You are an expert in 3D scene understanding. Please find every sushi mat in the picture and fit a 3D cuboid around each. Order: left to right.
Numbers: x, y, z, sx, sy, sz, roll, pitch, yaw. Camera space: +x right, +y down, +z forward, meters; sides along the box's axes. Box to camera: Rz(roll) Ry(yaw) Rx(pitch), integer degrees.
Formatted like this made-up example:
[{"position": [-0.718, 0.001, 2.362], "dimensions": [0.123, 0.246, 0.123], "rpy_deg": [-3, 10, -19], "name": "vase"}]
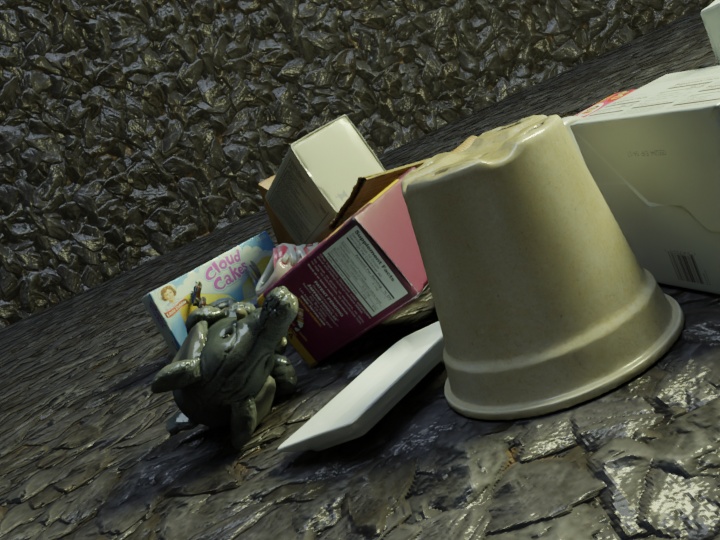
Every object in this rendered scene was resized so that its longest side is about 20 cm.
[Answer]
[{"position": [0.047, -0.101, 1.047], "dimensions": [0.200, 0.012, 0.096], "rpy_deg": [-22, -24, -46], "name": "sushi mat"}]

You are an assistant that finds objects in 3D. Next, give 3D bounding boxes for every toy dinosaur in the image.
[{"position": [-0.144, 0.056, 1.205], "dimensions": [0.181, 0.201, 0.105], "rpy_deg": [12, 9, -23], "name": "toy dinosaur"}]

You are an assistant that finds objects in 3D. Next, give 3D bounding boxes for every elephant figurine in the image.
[{"position": [-0.129, 0.093, 0.820], "dimensions": [0.141, 0.156, 0.200], "rpy_deg": [-3, 1, -6], "name": "elephant figurine"}]

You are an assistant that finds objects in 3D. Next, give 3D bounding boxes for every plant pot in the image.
[{"position": [0.125, -0.014, 0.679], "dimensions": [0.200, 0.184, 0.201], "rpy_deg": [-24, 11, 5], "name": "plant pot"}]

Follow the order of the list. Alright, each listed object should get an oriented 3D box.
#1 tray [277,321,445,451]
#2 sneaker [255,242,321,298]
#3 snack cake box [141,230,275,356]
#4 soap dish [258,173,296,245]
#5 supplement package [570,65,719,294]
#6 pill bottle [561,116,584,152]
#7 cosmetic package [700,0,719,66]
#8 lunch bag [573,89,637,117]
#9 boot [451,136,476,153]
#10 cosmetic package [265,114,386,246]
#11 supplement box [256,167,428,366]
[{"position": [0.022, 0.099, 0.755], "dimensions": [0.107, 0.022, 0.200], "rpy_deg": [-31, 4, 46], "name": "tray"}, {"position": [-0.047, -0.012, 1.075], "dimensions": [0.200, 0.105, 0.075], "rpy_deg": [-42, 18, 11], "name": "sneaker"}, {"position": [-0.201, 0.040, 1.254], "dimensions": [0.200, 0.115, 0.067], "rpy_deg": [-31, 4, -26], "name": "snack cake box"}, {"position": [-0.049, -0.070, 1.290], "dimensions": [0.157, 0.201, 0.081], "rpy_deg": [-28, 31, -20], "name": "soap dish"}, {"position": [0.287, -0.075, 0.685], "dimensions": [0.111, 0.156, 0.200], "rpy_deg": [-27, 12, -10], "name": "supplement package"}, {"position": [0.235, -0.140, 1.190], "dimensions": [0.113, 0.113, 0.200], "rpy_deg": [-31, 13, -29], "name": "pill bottle"}, {"position": [0.421, -0.175, 0.746], "dimensions": [0.166, 0.201, 0.167], "rpy_deg": [-16, 14, 36], "name": "cosmetic package"}, {"position": [0.366, -0.201, 1.290], "dimensions": [0.176, 0.082, 0.200], "rpy_deg": [-31, 11, -11], "name": "lunch bag"}, {"position": [0.104, -0.064, 1.069], "dimensions": [0.144, 0.071, 0.201], "rpy_deg": [-45, -27, -14], "name": "boot"}, {"position": [-0.048, -0.106, 1.110], "dimensions": [0.087, 0.104, 0.200], "rpy_deg": [-34, -1, -19], "name": "cosmetic package"}, {"position": [0.000, 0.000, 0.932], "dimensions": [0.200, 0.103, 0.131], "rpy_deg": [-37, 4, 43], "name": "supplement box"}]
